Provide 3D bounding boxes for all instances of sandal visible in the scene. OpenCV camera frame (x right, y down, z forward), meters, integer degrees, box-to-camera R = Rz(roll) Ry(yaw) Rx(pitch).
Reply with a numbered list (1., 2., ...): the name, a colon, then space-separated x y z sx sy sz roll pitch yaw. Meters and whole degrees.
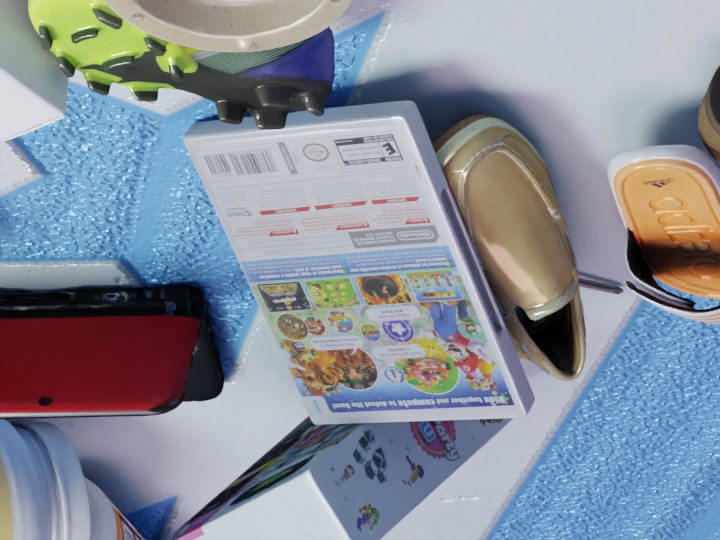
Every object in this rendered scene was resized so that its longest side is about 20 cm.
1. sandal: 0.178 -0.007 1.565 0.079 0.060 0.207 -5 158 20

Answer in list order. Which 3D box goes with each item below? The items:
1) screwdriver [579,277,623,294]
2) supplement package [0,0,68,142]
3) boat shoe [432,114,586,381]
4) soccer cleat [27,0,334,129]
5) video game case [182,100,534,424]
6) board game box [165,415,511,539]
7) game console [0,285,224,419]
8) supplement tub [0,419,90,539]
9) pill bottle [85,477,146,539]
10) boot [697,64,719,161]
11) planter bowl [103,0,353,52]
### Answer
1. screwdriver: 0.064 -0.006 1.637 0.199 0.028 0.029 12 178 -28
2. supplement package: -0.239 -0.149 1.316 0.119 0.122 0.200 -19 144 29
3. boat shoe: 0.092 -0.008 1.555 0.072 0.076 0.200 -34 143 -2
4. soccer cleat: -0.087 -0.125 1.361 0.065 0.084 0.200 -15 162 37
5. video game case: 0.000 0.000 1.543 0.143 0.018 0.201 -4 124 31
6. board game box: -0.012 0.124 1.688 0.147 0.200 0.064 -29 95 39
7. game console: -0.190 0.076 1.686 0.199 0.119 0.173 -1 148 5
8. supplement tub: -0.284 0.161 1.756 0.199 0.146 0.145 -2 154 -32
9. pill bottle: -0.183 0.226 1.940 0.109 0.110 0.200 -9 147 17
10. boot: 0.275 -0.070 1.485 0.199 0.074 0.075 10 163 -1
11. planter bowl: -0.057 -0.182 1.241 0.199 0.135 0.201 2 149 1
